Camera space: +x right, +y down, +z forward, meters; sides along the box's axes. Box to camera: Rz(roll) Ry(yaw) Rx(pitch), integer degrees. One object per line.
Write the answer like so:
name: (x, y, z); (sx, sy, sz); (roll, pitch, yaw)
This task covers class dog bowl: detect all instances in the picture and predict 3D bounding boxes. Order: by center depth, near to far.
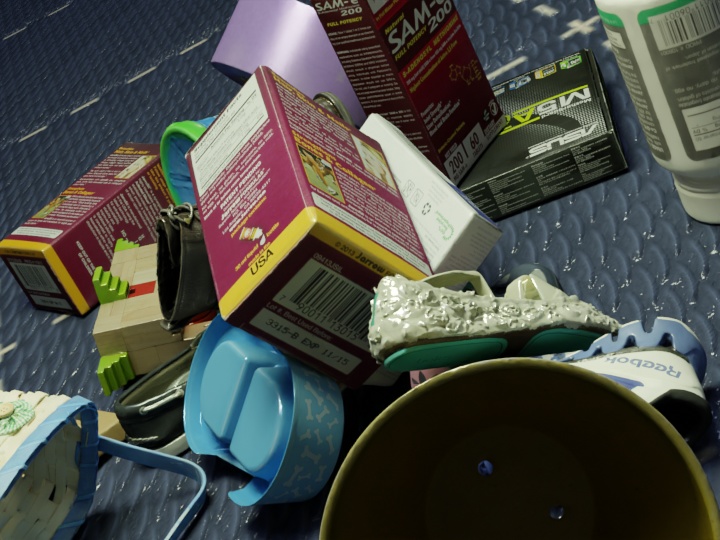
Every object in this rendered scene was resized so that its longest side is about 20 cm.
dog bowl: (-0.072, 0.102, 1.040); (0.200, 0.049, 0.112); (32, 106, 60)

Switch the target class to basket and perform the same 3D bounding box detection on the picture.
basket: (-0.231, 0.179, 1.023); (0.198, 0.140, 0.177); (20, 39, 9)

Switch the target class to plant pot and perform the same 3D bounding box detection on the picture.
plant pot: (0.083, 0.141, 0.753); (0.199, 0.201, 0.142); (-24, 0, 5)

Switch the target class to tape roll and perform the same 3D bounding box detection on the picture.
tape roll: (-0.048, -0.206, 1.449); (0.200, 0.199, 0.086); (23, 88, 58)

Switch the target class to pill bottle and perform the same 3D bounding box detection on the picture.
pill bottle: (0.257, -0.143, 1.058); (0.112, 0.201, 0.113); (-21, 27, 11)

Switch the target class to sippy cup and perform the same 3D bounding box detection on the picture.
sippy cup: (-0.114, -0.107, 1.440); (0.130, 0.140, 0.178); (-29, 66, -28)

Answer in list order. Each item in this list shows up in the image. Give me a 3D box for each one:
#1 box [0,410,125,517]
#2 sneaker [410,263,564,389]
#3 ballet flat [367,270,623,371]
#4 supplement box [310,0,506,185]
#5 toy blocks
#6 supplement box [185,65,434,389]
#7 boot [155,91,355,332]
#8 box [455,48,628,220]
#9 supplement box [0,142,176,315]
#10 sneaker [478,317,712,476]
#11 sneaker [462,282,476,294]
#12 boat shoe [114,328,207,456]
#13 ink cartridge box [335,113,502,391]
box: (-0.312, 0.169, 1.185); (0.163, 0.021, 0.199); (2, 26, 44)
sneaker: (0.093, 0.040, 1.012); (0.070, 0.082, 0.200); (-13, 29, 32)
ballet flat: (0.094, 0.030, 0.931); (0.198, 0.072, 0.072); (4, 12, -29)
supplement box: (0.045, -0.179, 1.224); (0.061, 0.201, 0.109); (-2, 37, 42)
toy blocks: (-0.162, 0.026, 1.289); (0.135, 0.101, 0.201); (-12, 28, 4)
supplement box: (-0.039, -0.034, 1.026); (0.103, 0.130, 0.201); (-45, 36, 21)
boot: (-0.090, -0.049, 1.188); (0.173, 0.202, 0.069); (-7, 23, -37)
box: (0.136, -0.117, 1.301); (0.198, 0.048, 0.194); (-21, 25, 15)
supplement box: (-0.274, -0.049, 1.516); (0.110, 0.086, 0.200); (6, 41, 49)
sneaker: (0.129, 0.103, 0.868); (0.198, 0.081, 0.115); (-22, 24, 7)
sneaker: (0.042, 0.015, 1.156); (0.088, 0.074, 0.201); (-59, 30, 25)
boat shoe: (-0.115, 0.076, 1.168); (0.200, 0.061, 0.075); (-42, 30, -28)
ink cartridge box: (0.000, 0.000, 1.103); (0.201, 0.040, 0.200); (-52, 35, 10)
